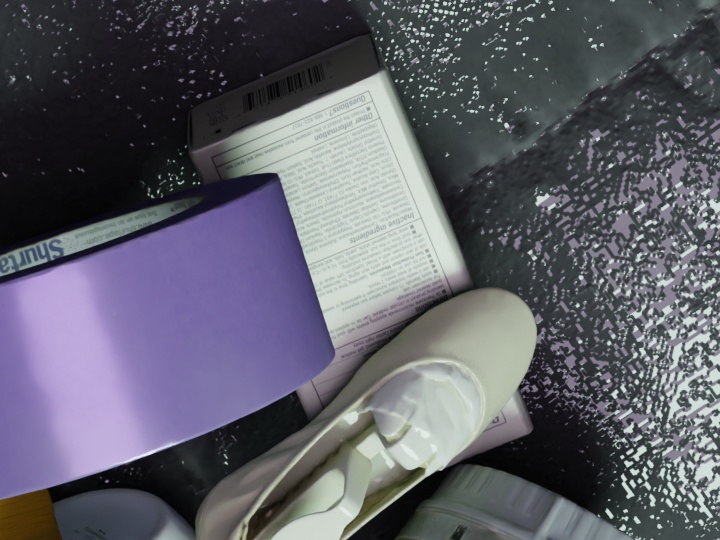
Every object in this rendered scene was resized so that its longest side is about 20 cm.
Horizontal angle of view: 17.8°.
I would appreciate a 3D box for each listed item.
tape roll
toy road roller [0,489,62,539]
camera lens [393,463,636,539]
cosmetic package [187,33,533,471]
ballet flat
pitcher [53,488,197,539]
[{"bbox_3d":[-0.117,0.028,0.990,0.199,0.200,0.086,-17,98,1],"label":"tape roll"},{"bbox_3d":[-0.190,0.176,1.045,0.199,0.123,0.147,-20,84,23],"label":"toy road roller"},{"bbox_3d":[0.057,0.216,1.103,0.160,0.160,0.201,36,74,-16],"label":"camera lens"},{"bbox_3d":[0.000,0.000,1.118,0.103,0.073,0.201,-21,111,3],"label":"cosmetic package"},{"bbox_3d":[0.006,0.088,1.078,0.200,0.070,0.069,-40,109,11],"label":"ballet flat"},{"bbox_3d":[-0.101,0.223,1.145,0.121,0.171,0.201,-25,117,-31],"label":"pitcher"}]
